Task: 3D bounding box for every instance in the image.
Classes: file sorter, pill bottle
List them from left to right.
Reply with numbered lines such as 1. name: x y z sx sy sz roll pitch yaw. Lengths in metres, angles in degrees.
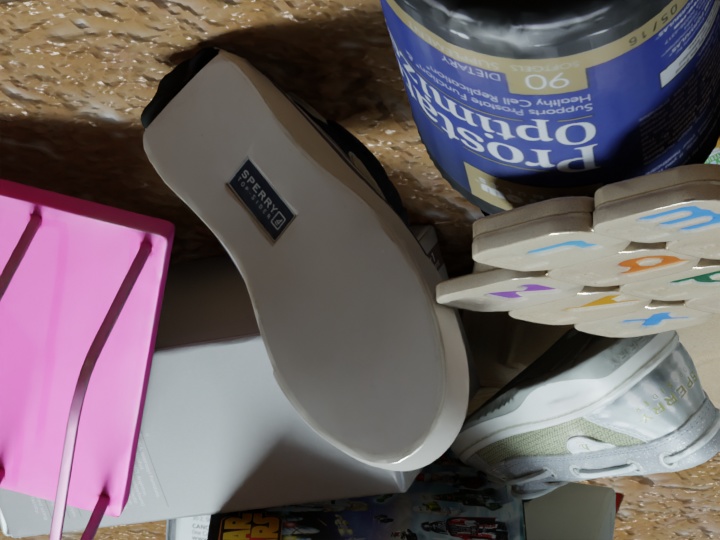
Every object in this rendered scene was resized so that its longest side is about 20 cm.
1. file sorter: -0.192 0.044 1.159 0.199 0.126 0.140 14 120 3
2. pill bottle: 0.066 -0.080 0.961 0.111 0.112 0.200 0 156 9

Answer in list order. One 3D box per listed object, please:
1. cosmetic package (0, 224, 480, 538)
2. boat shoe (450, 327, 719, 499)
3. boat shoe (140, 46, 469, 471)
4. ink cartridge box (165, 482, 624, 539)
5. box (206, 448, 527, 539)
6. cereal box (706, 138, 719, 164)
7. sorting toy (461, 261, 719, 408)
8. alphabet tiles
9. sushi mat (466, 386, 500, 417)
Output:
1. cosmetic package: -0.060 0.048 1.262 0.199 0.107 0.091 -5 112 27
2. boat shoe: 0.092 0.064 1.212 0.065 0.074 0.202 52 160 0
3. boat shoe: 0.000 0.000 1.092 0.075 0.200 0.093 -44 144 17
4. ink cartridge box: 0.024 0.109 1.414 0.199 0.044 0.174 7 -160 10
5. box: 0.003 0.121 1.253 0.136 0.040 0.200 3 -160 -1
6. cereal box: 0.221 0.017 1.087 0.039 0.201 0.144 -30 -177 -42
7. sorting toy: 0.138 0.019 1.274 0.184 0.037 0.200 8 159 0
8. alphabet tiles: 0.133 -0.006 0.992 0.195 0.015 0.199 -14 163 40
9. sushi mat: 0.113 0.067 1.428 0.199 0.012 0.096 -11 152 30
